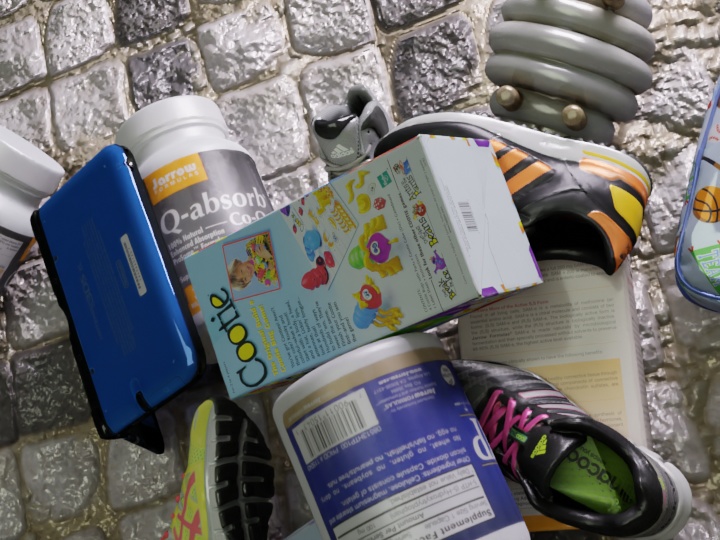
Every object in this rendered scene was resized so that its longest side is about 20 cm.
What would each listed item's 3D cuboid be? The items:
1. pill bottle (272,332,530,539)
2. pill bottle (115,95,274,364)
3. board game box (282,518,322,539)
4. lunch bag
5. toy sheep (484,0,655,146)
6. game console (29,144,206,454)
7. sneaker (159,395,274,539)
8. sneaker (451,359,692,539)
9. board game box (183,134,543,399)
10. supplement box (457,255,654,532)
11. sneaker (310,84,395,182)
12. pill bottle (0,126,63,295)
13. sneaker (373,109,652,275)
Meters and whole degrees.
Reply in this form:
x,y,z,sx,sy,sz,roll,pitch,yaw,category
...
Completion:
x,y,z,sx,sy,sz,roll,pitch,yaw,category
0.035,0.151,0.676,0.119,0.120,0.201,-28,73,14,pill bottle
-0.126,-0.035,0.906,0.116,0.116,0.201,-29,71,14,pill bottle
-0.019,0.291,0.799,0.199,0.041,0.201,-36,66,14,board game box
0.309,-0.049,0.764,0.159,0.076,0.201,13,84,21,lunch bag
0.151,-0.150,0.814,0.137,0.138,0.201,24,97,23,toy sheep
-0.177,0.028,0.888,0.170,0.118,0.201,-34,69,30,game console
-0.116,0.193,0.804,0.090,0.078,0.202,-10,74,26,sneaker
0.117,0.112,0.717,0.199,0.087,0.074,28,92,23,sneaker
0.000,0.000,0.732,0.199,0.103,0.106,-24,82,30,board game box
0.142,0.085,0.800,0.125,0.073,0.202,-7,78,19,supplement box
-0.013,-0.056,0.835,0.074,0.116,0.201,-5,55,18,sneaker
-0.357,-0.029,0.985,0.116,0.116,0.201,35,93,23,pill bottle
0.095,-0.050,0.762,0.199,0.070,0.090,12,54,16,sneaker
